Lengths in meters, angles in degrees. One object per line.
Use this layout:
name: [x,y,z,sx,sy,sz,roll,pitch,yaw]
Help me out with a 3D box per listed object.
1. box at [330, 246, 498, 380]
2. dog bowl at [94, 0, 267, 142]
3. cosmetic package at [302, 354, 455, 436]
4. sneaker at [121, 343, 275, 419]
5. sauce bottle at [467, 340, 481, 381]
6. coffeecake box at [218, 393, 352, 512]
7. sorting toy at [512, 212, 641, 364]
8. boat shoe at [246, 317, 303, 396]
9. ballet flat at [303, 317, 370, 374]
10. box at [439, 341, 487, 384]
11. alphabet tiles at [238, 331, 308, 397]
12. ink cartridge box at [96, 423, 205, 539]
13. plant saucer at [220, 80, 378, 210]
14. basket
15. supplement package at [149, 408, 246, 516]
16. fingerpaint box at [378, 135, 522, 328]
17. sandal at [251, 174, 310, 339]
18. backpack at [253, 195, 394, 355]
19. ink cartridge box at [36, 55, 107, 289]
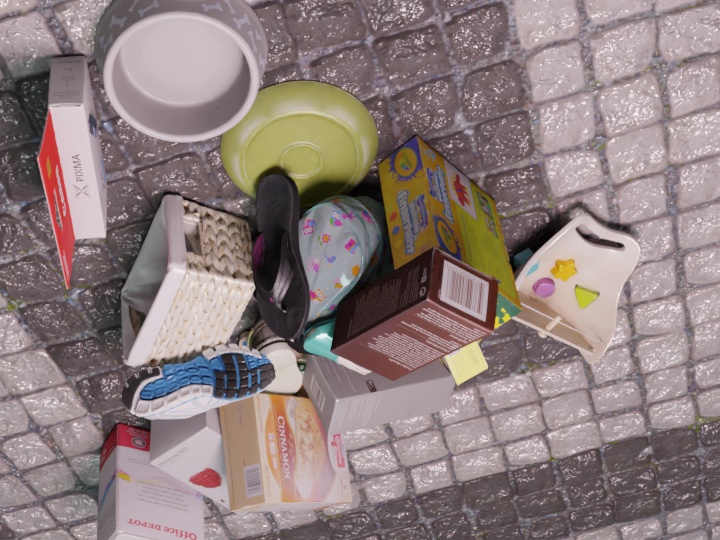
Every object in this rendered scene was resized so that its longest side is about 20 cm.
box: [0.061,0.055,1.388,0.099,0.076,0.199,26,145,-26]
dog bowl: [-0.202,-0.231,1.352,0.197,0.059,0.202,-4,134,-4]
cosmetic package: [0.028,0.155,1.703,0.197,0.107,0.091,-12,139,-24]
sneaker: [-0.206,0.152,1.559,0.197,0.076,0.087,-11,156,0]
sauce bottle: [0.145,0.083,1.714,0.064,0.065,0.202,-4,136,-5]
coffeecake box: [-0.106,0.266,1.734,0.072,0.156,0.199,-20,161,33]
sorting toy: [0.290,0.007,1.644,0.198,0.107,0.181,24,119,-28]
boat shoe: [-0.124,0.131,1.695,0.071,0.061,0.202,-18,155,-11]
ballet flat: [0.016,0.095,1.511,0.199,0.071,0.068,-3,142,-47]
box: [0.103,0.067,1.585,0.050,0.200,0.076,-27,119,-3]
alphabet tiles: [-0.085,0.130,1.759,0.197,0.015,0.197,3,134,-11]
ink cartridge box: [-0.318,0.347,1.806,0.146,0.202,0.086,20,129,-26]
plant saucer: [-0.074,-0.144,1.478,0.197,0.031,0.202,-5,135,-5]
basket: [-0.225,0.024,1.551,0.122,0.137,0.201,12,133,-25]
supplement package: [-0.206,0.258,1.792,0.121,0.121,0.200,-32,131,23]
fingerpaint box: [0.108,-0.042,1.487,0.073,0.202,0.166,-35,131,26]
sandal: [-0.107,-0.016,1.454,0.075,0.204,0.048,-9,175,33]
backpack: [-0.039,-0.003,1.512,0.200,0.168,0.126,-42,169,25]
ink cartridge box: [-0.325,-0.111,1.367,0.044,0.178,0.202,-4,136,-5]
